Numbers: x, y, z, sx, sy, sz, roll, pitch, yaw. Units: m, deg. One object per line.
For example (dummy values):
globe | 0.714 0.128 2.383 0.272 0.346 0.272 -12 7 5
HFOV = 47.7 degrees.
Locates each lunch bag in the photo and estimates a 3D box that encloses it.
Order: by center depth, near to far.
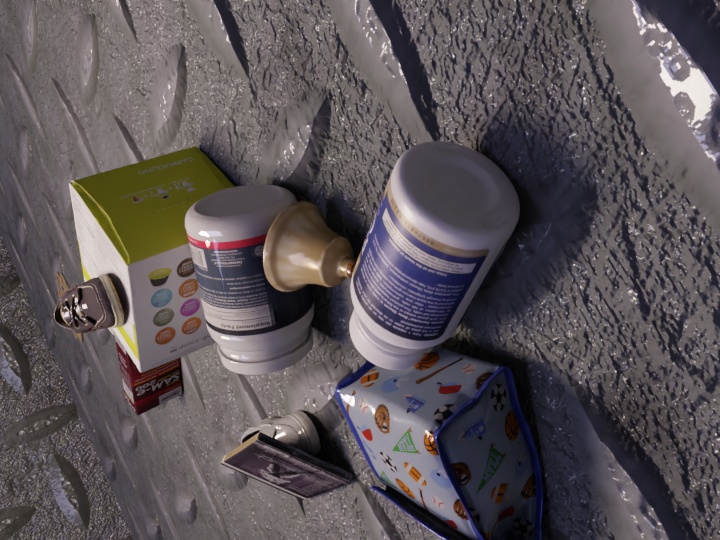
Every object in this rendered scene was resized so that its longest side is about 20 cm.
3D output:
lunch bag | 0.083 0.187 0.799 0.169 0.123 0.203 16 136 54

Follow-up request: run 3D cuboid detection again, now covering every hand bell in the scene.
hand bell | 0.000 0.000 0.867 0.198 0.104 0.106 20 126 36

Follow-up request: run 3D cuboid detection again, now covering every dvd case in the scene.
dvd case | -0.112 0.288 1.184 0.147 0.016 0.200 27 150 -13

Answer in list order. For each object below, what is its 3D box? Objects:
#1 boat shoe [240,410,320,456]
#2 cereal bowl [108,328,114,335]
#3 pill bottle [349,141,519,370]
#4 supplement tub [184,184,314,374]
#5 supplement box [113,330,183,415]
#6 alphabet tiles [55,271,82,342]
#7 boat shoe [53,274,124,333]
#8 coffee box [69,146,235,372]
boat shoe | -0.126 0.253 1.221 0.199 0.068 0.073 -8 103 59
cereal bowl | -0.488 0.025 1.645 0.199 0.082 0.203 36 137 42
pill bottle | 0.053 -0.003 0.717 0.112 0.110 0.202 51 142 25
supplement tub | -0.131 0.009 1.003 0.139 0.139 0.204 23 128 50
supplement box | -0.414 0.177 1.600 0.061 0.108 0.203 40 141 37
alphabet tiles | -0.832 0.105 2.328 0.167 0.006 0.202 53 147 25
boat shoe | -0.368 0.052 1.092 0.199 0.064 0.073 -11 99 60
coffee box | -0.268 -0.023 1.144 0.200 0.197 0.200 45 143 35
